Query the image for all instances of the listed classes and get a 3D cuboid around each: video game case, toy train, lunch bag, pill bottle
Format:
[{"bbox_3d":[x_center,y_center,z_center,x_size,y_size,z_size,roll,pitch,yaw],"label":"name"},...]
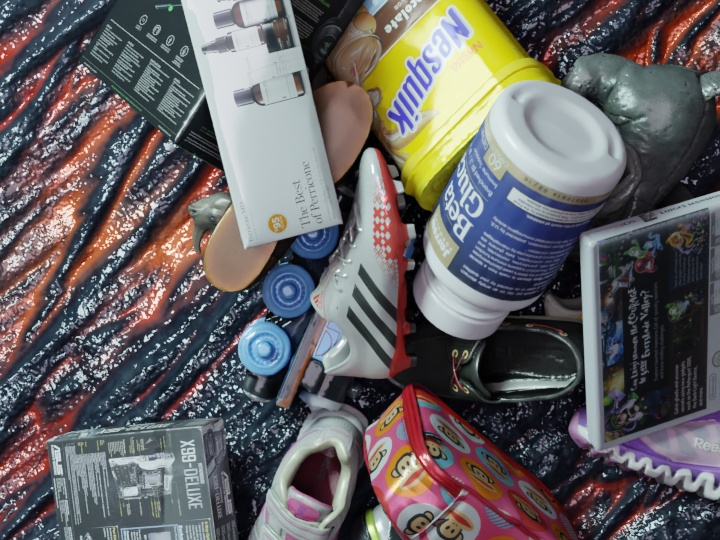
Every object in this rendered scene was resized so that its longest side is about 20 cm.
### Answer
[{"bbox_3d":[0.261,0.035,1.117,0.180,0.023,0.202,-16,123,-13],"label":"video game case"},{"bbox_3d":[-0.030,0.030,1.220,0.113,0.087,0.202,23,91,-1],"label":"toy train"},{"bbox_3d":[0.093,0.189,1.168,0.200,0.176,0.082,40,103,-17],"label":"lunch bag"},{"bbox_3d":[0.115,-0.039,1.100,0.111,0.111,0.201,32,132,5],"label":"pill bottle"}]

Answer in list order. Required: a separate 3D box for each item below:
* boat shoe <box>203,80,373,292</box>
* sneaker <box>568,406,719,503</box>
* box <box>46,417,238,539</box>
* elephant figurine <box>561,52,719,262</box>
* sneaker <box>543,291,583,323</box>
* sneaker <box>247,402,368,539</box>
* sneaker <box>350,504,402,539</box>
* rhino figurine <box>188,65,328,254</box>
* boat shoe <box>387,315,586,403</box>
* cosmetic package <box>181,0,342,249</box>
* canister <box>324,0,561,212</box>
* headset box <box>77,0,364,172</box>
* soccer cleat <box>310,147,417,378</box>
[{"bbox_3d":[-0.060,-0.070,1.154,0.070,0.070,0.200,40,97,3],"label":"boat shoe"},{"bbox_3d":[0.277,0.142,1.198,0.198,0.080,0.089,17,86,0],"label":"sneaker"},{"bbox_3d":[-0.186,0.237,1.236,0.156,0.050,0.202,-8,90,20],"label":"box"},{"bbox_3d":[0.213,-0.065,1.161,0.140,0.155,0.202,15,79,-4],"label":"elephant figurine"},{"bbox_3d":[0.254,0.025,1.195,0.198,0.075,0.091,-21,95,5],"label":"sneaker"},{"bbox_3d":[-0.054,0.213,1.221,0.081,0.088,0.202,18,93,5],"label":"sneaker"},{"bbox_3d":[0.064,0.284,1.219,0.082,0.072,0.201,-27,88,4],"label":"sneaker"},{"bbox_3d":[-0.080,-0.090,1.236,0.087,0.060,0.200,41,97,-1],"label":"rhino figurine"},{"bbox_3d":[0.104,0.075,1.193,0.199,0.063,0.075,-4,98,29],"label":"boat shoe"},{"bbox_3d":[-0.076,-0.125,1.078,0.082,0.051,0.202,-14,102,-3],"label":"cosmetic package"},{"bbox_3d":[0.055,-0.171,1.170,0.148,0.086,0.201,-44,63,19],"label":"canister"},{"bbox_3d":[-0.115,-0.208,1.180,0.174,0.092,0.201,38,97,41],"label":"headset box"},{"bbox_3d":[0.000,0.000,1.132,0.084,0.069,0.202,-6,119,-5],"label":"soccer cleat"}]
